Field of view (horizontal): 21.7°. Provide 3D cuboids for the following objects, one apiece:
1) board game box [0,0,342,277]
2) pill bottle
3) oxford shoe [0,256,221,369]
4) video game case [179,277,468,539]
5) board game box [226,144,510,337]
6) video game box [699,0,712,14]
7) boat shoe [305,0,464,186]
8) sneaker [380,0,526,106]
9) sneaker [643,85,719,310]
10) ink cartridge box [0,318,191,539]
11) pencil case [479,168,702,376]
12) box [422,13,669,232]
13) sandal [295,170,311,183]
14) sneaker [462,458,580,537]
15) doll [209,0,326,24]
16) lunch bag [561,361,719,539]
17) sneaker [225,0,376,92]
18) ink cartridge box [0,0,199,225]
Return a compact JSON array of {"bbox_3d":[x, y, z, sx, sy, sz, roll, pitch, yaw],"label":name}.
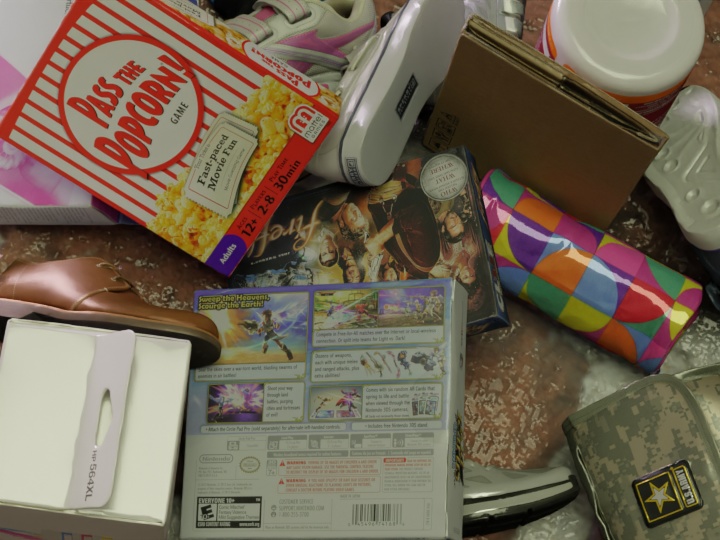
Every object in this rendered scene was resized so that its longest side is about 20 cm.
[{"bbox_3d":[-0.137,-0.110,1.340,0.200,0.046,0.152,31,112,-10],"label":"board game box"},{"bbox_3d":[0.181,-0.144,1.418,0.112,0.200,0.114,2,69,-6],"label":"pill bottle"},{"bbox_3d":[-0.184,0.024,1.355,0.199,0.071,0.072,10,62,24],"label":"oxford shoe"},{"bbox_3d":[-0.025,0.102,1.327,0.199,0.045,0.182,-3,75,18],"label":"video game case"},{"bbox_3d":[0.000,0.000,1.391,0.199,0.035,0.136,-16,70,14],"label":"board game box"},{"bbox_3d":[0.233,-0.285,1.487,0.047,0.182,0.201,-7,70,-5],"label":"video game box"},{"bbox_3d":[0.017,-0.145,1.413,0.065,0.072,0.201,7,59,31],"label":"boat shoe"},{"bbox_3d":[0.075,-0.217,1.503,0.115,0.075,0.201,5,64,5],"label":"sneaker"},{"bbox_3d":[0.293,-0.041,1.470,0.080,0.146,0.200,-33,32,18],"label":"sneaker"},{"bbox_3d":[-0.186,0.120,1.278,0.125,0.200,0.129,7,69,-4],"label":"ink cartridge box"},{"bbox_3d":[0.163,0.002,1.429,0.200,0.088,0.089,31,69,3],"label":"pencil case"},{"bbox_3d":[0.131,-0.098,1.396,0.163,0.200,0.021,31,70,5],"label":"box"},{"bbox_3d":[-0.110,-0.108,1.448,0.199,0.054,0.081,0,70,-7],"label":"sandal"},{"bbox_3d":[0.055,0.136,1.367,0.199,0.076,0.116,-8,73,-7],"label":"sneaker"},{"bbox_3d":[-0.064,-0.249,1.505,0.136,0.049,0.201,18,70,23],"label":"doll"},{"bbox_3d":[0.260,0.154,1.360,0.199,0.118,0.165,-15,71,-15],"label":"lunch bag"},{"bbox_3d":[-0.067,-0.174,1.422,0.199,0.089,0.081,-14,29,-40],"label":"sneaker"},{"bbox_3d":[-0.231,-0.131,1.429,0.199,0.043,0.197,0,69,9],"label":"ink cartridge box"}]
